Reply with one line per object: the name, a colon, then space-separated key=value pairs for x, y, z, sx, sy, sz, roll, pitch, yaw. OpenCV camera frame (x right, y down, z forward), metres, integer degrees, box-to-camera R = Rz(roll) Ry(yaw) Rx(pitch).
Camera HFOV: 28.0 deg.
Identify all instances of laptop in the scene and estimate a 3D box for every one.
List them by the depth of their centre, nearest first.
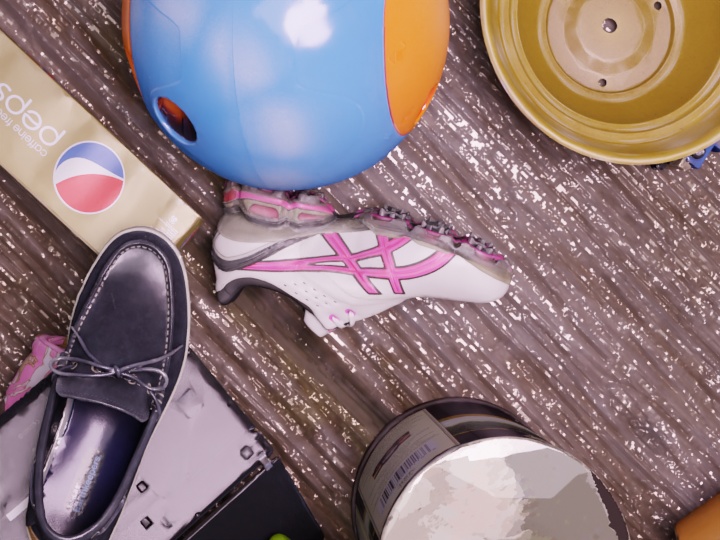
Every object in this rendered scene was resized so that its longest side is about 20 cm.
laptop: x=-0.141 y=0.154 z=0.912 sx=0.177 sy=0.103 sz=0.201 roll=-40 pitch=90 yaw=-14

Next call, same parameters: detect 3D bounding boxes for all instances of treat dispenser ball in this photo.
treat dispenser ball: x=-0.044 y=-0.150 z=0.872 sx=0.197 sy=0.201 sz=0.204 roll=0 pitch=91 yaw=-4

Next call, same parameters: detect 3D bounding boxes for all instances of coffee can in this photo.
coffee can: x=0.072 y=0.163 z=0.886 sx=0.144 sy=0.200 sz=0.149 roll=0 pitch=91 yaw=-4

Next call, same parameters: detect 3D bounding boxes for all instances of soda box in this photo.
soda box: x=-0.193 y=-0.077 z=0.929 sx=0.200 sy=0.068 sz=0.064 roll=44 pitch=87 yaw=-3

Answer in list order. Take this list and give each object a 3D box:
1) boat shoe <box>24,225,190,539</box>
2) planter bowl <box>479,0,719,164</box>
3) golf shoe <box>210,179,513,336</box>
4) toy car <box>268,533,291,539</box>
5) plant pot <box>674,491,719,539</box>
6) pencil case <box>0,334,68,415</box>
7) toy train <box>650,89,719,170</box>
boat shoe: x=-0.146 y=0.070 z=0.840 sx=0.074 sy=0.062 sz=0.203 roll=17 pitch=77 yaw=-5
planter bowl: x=0.170 y=-0.167 z=0.945 sx=0.197 sy=0.083 sz=0.204 roll=0 pitch=88 yaw=-3
golf shoe: x=0.000 y=0.000 z=0.947 sx=0.197 sy=0.073 sz=0.094 roll=12 pitch=96 yaw=6
toy car: x=-0.031 y=0.291 z=0.866 sx=0.165 sy=0.200 sz=0.158 roll=-48 pitch=122 yaw=-6
plant pot: x=0.308 y=0.186 z=0.920 sx=0.181 sy=0.200 sz=0.202 roll=-25 pitch=93 yaw=12
pencil case: x=-0.208 y=0.143 z=0.926 sx=0.082 sy=0.086 sz=0.202 roll=27 pitch=89 yaw=-48
toy train: x=0.261 y=-0.147 z=0.981 sx=0.046 sy=0.034 sz=0.201 roll=35 pitch=88 yaw=-17
